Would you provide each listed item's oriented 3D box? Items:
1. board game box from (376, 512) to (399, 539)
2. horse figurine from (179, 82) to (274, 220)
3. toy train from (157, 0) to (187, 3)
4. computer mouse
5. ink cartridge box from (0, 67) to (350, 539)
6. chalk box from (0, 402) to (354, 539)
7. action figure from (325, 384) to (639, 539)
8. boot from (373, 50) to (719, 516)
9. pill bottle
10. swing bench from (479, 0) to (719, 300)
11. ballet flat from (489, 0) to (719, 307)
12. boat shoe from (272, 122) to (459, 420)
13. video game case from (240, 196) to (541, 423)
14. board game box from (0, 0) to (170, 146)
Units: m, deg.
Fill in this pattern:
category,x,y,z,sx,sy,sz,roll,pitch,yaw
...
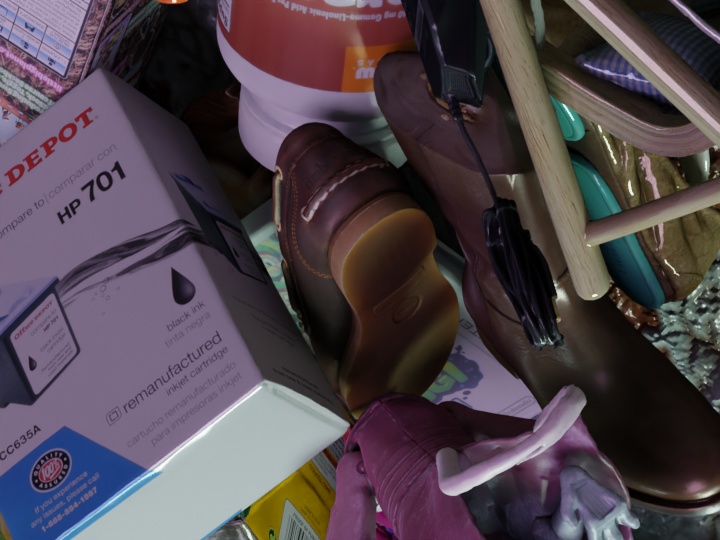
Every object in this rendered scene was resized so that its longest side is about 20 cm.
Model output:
category,x,y,z,sx,sy,sz,roll,pitch,yaw
board game box,0.044,0.163,1.382,0.026,0.200,0.200,37,138,-22
horse figurine,-0.043,-0.020,1.404,0.133,0.050,0.200,-4,126,32
toy train,-0.081,-0.219,1.191,0.056,0.200,0.150,11,167,1
computer mouse,0.053,-0.062,1.132,0.059,0.034,0.200,100,153,-77
ink cartridge box,-0.118,0.030,1.299,0.146,0.086,0.200,-38,58,12
chalk box,-0.109,0.123,1.398,0.200,0.124,0.124,-9,137,25
action figure,0.031,0.102,1.239,0.200,0.134,0.149,40,160,54
boot,0.087,0.002,1.215,0.186,0.064,0.200,38,160,36
pill bottle,-0.007,-0.140,1.247,0.112,0.112,0.200,22,132,17
swing bench,0.119,-0.132,1.113,0.130,0.199,0.200,-21,111,41
ballet flat,0.110,-0.073,1.239,0.200,0.072,0.068,54,164,-27
boat shoe,0.000,0.000,1.288,0.070,0.070,0.200,47,161,25
video game case,-0.015,0.045,1.402,0.182,0.024,0.200,36,132,-24
board game box,-0.185,-0.138,1.372,0.159,0.097,0.200,33,134,7
